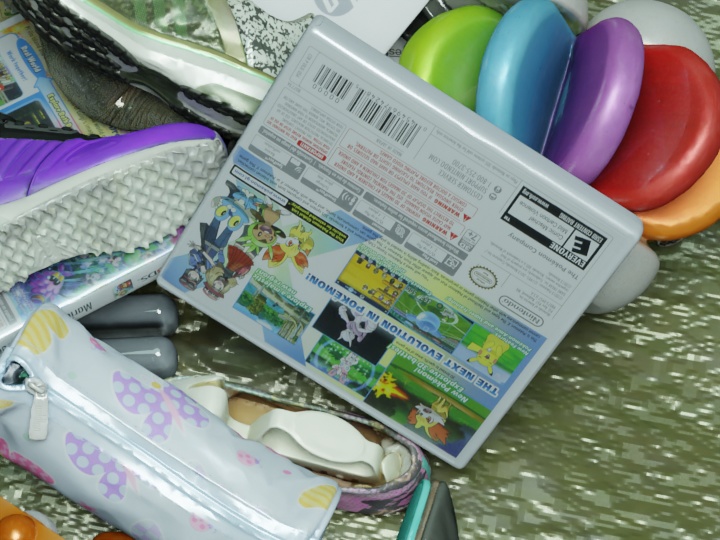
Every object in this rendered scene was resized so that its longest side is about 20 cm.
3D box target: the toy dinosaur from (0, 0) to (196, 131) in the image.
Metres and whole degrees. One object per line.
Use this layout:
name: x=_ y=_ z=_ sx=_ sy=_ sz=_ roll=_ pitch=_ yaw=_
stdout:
toy dinosaur: x=-0.142 y=-0.135 z=1.139 sx=0.102 sy=0.077 sz=0.201 roll=-28 pitch=98 yaw=4

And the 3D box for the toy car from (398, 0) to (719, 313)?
toy car: x=0.119 y=-0.080 z=1.086 sx=0.199 sy=0.150 sz=0.177 roll=22 pitch=79 yaw=-22

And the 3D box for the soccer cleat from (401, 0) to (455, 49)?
soccer cleat: x=0.006 y=-0.205 z=1.197 sx=0.200 sy=0.070 sz=0.086 roll=44 pitch=54 yaw=13

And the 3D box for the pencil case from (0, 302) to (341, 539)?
pencil case: x=-0.107 y=0.098 z=1.054 sx=0.199 sy=0.091 sz=0.084 roll=33 pitch=68 yaw=-4

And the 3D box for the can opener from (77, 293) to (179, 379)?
can opener: x=-0.204 y=0.035 z=1.144 sx=0.198 sy=0.067 sz=0.054 roll=-3 pitch=65 yaw=3

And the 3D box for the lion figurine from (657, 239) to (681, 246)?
lion figurine: x=0.144 y=-0.076 z=1.218 sx=0.198 sy=0.073 sz=0.124 roll=-5 pitch=66 yaw=-12

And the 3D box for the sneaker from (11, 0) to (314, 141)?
sneaker: x=-0.107 y=-0.144 z=1.080 sx=0.199 sy=0.077 sz=0.089 roll=30 pitch=74 yaw=-15

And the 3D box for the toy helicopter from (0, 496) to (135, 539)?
toy helicopter: x=-0.194 y=0.154 z=1.054 sx=0.198 sy=0.133 sz=0.080 roll=11 pitch=65 yaw=3

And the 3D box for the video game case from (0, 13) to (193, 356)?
video game case: x=-0.207 y=-0.047 z=1.142 sx=0.181 sy=0.024 sz=0.201 roll=-27 pitch=60 yaw=-13

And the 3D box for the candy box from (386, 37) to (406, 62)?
candy box: x=-0.041 y=-0.195 z=1.258 sx=0.166 sy=0.072 sz=0.202 roll=2 pitch=65 yaw=-3

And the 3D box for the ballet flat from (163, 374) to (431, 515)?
ballet flat: x=-0.058 y=0.092 z=1.124 sx=0.198 sy=0.071 sz=0.070 roll=10 pitch=65 yaw=2

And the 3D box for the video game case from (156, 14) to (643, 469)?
video game case: x=0.017 y=-0.010 z=1.060 sx=0.199 sy=0.183 sz=0.022 roll=31 pitch=31 yaw=-5

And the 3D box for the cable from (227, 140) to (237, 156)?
cable: x=0.000 y=0.000 z=1.120 sx=0.200 sy=0.097 sz=0.050 roll=48 pitch=59 yaw=-9

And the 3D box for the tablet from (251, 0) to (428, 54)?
tablet: x=-0.027 y=-0.172 z=1.149 sx=0.130 sy=0.014 sz=0.200 roll=43 pitch=104 yaw=12

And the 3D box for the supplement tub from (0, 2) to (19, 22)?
supplement tub: x=-0.223 y=-0.243 z=1.201 sx=0.143 sy=0.200 sz=0.146 roll=1 pitch=65 yaw=-2

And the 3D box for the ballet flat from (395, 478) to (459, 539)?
ballet flat: x=0.022 y=0.213 z=1.080 sx=0.068 sy=0.068 sz=0.201 roll=26 pitch=76 yaw=-1

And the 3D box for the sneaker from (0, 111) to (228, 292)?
sneaker: x=-0.174 y=-0.053 z=1.089 sx=0.199 sy=0.070 sz=0.100 roll=-21 pitch=57 yaw=-10
